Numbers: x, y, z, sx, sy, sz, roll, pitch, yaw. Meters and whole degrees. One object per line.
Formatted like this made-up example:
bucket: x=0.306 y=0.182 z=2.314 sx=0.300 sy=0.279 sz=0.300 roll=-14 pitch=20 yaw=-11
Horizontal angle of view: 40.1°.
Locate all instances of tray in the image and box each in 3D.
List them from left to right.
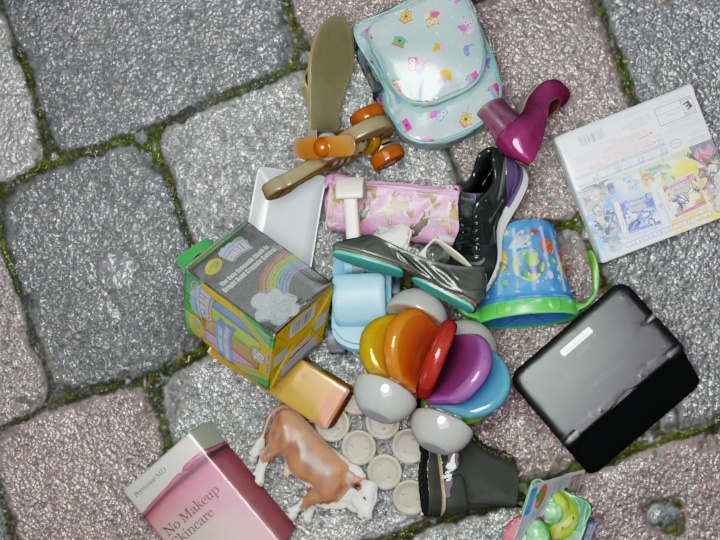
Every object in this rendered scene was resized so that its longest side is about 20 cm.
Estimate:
tray: x=-0.110 y=-0.040 z=1.387 sx=0.107 sy=0.022 sz=0.202 roll=10 pitch=90 yaw=19

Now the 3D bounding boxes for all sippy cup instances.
sippy cup: x=0.216 y=0.004 z=1.318 sx=0.177 sy=0.139 sz=0.132 roll=2 pitch=76 yaw=-29

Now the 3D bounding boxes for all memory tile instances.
memory tile: x=0.050 y=0.228 z=1.380 sx=0.200 sy=0.017 sz=0.153 roll=43 pitch=93 yaw=5

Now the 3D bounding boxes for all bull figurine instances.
bull figurine: x=-0.067 y=0.280 z=1.362 sx=0.121 sy=0.065 sz=0.200 roll=-45 pitch=80 yaw=9

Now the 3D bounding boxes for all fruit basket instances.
fruit basket: x=0.231 y=0.351 z=1.264 sx=0.093 sy=0.200 sz=0.187 roll=21 pitch=96 yaw=25

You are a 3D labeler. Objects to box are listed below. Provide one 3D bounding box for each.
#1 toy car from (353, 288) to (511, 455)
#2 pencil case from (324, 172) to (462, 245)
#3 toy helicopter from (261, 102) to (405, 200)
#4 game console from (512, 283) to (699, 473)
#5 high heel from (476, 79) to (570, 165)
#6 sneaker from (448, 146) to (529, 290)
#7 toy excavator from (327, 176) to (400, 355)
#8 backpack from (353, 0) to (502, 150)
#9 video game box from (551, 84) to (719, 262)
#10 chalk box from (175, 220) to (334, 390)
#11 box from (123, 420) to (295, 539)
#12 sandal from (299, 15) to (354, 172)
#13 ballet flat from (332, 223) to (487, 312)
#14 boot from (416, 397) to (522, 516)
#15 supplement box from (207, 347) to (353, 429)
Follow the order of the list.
toy car: x=0.101 y=0.119 z=1.224 sx=0.199 sy=0.150 sz=0.176 roll=31 pitch=64 yaw=-17
pencil case: x=0.047 y=-0.085 z=1.352 sx=0.198 sy=0.083 sz=0.087 roll=5 pitch=86 yaw=6
toy helicopter: x=-0.046 y=-0.143 z=1.280 sx=0.199 sy=0.132 sz=0.079 roll=-28 pitch=85 yaw=18
game console: x=0.328 y=0.147 z=1.318 sx=0.200 sy=0.116 sz=0.176 roll=-41 pitch=78 yaw=3
high heel: x=0.236 y=-0.190 z=1.294 sx=0.096 sy=0.199 sz=0.068 roll=53 pitch=137 yaw=14
sneaker: x=0.143 y=-0.062 z=1.265 sx=0.075 sy=0.087 sz=0.201 roll=12 pitch=78 yaw=39
toy excavator: x=0.000 y=0.000 z=1.301 sx=0.099 sy=0.200 sz=0.196 roll=-1 pitch=68 yaw=5
backpack: x=0.098 y=-0.265 z=1.319 sx=0.175 sy=0.153 sz=0.201 roll=-24 pitch=95 yaw=-1
video game box: x=0.386 y=-0.130 z=1.341 sx=0.199 sy=0.047 sz=0.184 roll=-21 pitch=86 yaw=5
chalk box: x=-0.153 y=0.033 z=1.296 sx=0.199 sy=0.124 sz=0.124 roll=35 pitch=52 yaw=20
box: x=-0.204 y=0.328 z=1.353 sx=0.128 sy=0.109 sz=0.200 roll=-41 pitch=86 yaw=3
sandal: x=-0.061 y=-0.243 z=1.370 sx=0.069 sy=0.077 sz=0.214 roll=5 pitch=94 yaw=49
ballet flat: x=0.065 y=-0.013 z=1.225 sx=0.199 sy=0.068 sz=0.069 roll=22 pitch=77 yaw=-1
boot: x=0.149 y=0.228 z=1.339 sx=0.137 sy=0.077 sz=0.202 roll=1 pitch=86 yaw=-11
supplement box: x=-0.108 y=0.138 z=1.362 sx=0.199 sy=0.069 sz=0.067 roll=32 pitch=91 yaw=8
